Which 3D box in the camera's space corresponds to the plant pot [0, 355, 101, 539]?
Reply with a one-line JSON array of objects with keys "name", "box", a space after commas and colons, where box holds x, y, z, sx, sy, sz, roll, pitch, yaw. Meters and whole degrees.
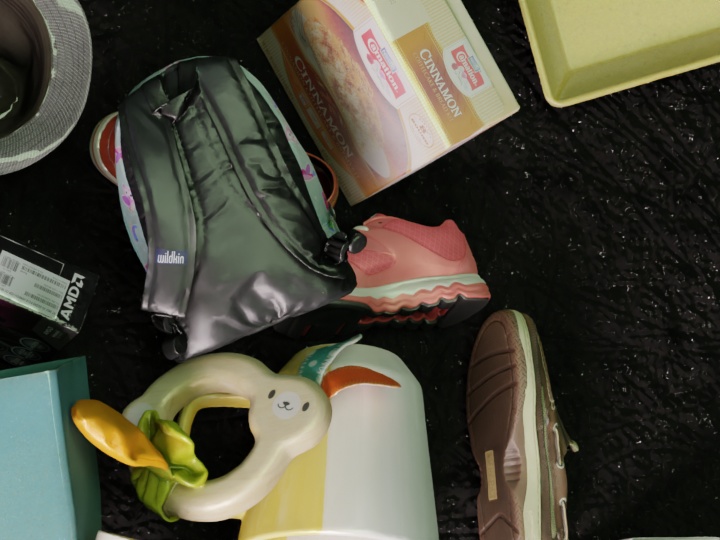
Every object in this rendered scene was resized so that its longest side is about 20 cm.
[{"name": "plant pot", "box": [-0.250, 0.173, 1.534, 0.140, 0.141, 0.202, -9, 91, 2]}]

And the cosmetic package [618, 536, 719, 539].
[{"name": "cosmetic package", "box": [0.224, 0.309, 1.725, 0.084, 0.108, 0.202, 2, 80, -21]}]

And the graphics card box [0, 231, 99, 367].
[{"name": "graphics card box", "box": [-0.295, 0.001, 1.571, 0.199, 0.125, 0.051, 24, 65, -16]}]

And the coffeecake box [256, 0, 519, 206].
[{"name": "coffeecake box", "box": [0.017, -0.149, 1.680, 0.073, 0.200, 0.154, -30, 91, -23]}]

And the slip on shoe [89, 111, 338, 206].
[{"name": "slip on shoe", "box": [-0.106, -0.081, 1.696, 0.198, 0.061, 0.075, 15, 77, -17]}]

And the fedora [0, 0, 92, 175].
[{"name": "fedora", "box": [-0.300, -0.145, 1.616, 0.198, 0.090, 0.179, 2, 78, -18]}]

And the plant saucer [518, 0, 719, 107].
[{"name": "plant saucer", "box": [0.221, -0.253, 1.830, 0.198, 0.048, 0.202, -16, 90, 2]}]

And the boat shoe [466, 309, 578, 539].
[{"name": "boat shoe", "box": [0.130, 0.133, 1.748, 0.074, 0.074, 0.204, 4, 84, -34]}]

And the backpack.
[{"name": "backpack", "box": [-0.106, -0.052, 1.605, 0.166, 0.127, 0.201, -22, 92, -13]}]

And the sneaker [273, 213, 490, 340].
[{"name": "sneaker", "box": [0.000, 0.000, 1.727, 0.199, 0.074, 0.087, -2, 67, -25]}]

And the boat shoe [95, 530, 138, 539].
[{"name": "boat shoe", "box": [-0.140, 0.228, 1.566, 0.071, 0.200, 0.060, 12, 78, 17]}]

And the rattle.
[{"name": "rattle", "box": [-0.085, 0.079, 1.550, 0.199, 0.131, 0.143, -21, 130, 7]}]

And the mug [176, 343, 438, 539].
[{"name": "mug", "box": [-0.026, 0.134, 1.641, 0.186, 0.149, 0.154, 20, 64, -37]}]
